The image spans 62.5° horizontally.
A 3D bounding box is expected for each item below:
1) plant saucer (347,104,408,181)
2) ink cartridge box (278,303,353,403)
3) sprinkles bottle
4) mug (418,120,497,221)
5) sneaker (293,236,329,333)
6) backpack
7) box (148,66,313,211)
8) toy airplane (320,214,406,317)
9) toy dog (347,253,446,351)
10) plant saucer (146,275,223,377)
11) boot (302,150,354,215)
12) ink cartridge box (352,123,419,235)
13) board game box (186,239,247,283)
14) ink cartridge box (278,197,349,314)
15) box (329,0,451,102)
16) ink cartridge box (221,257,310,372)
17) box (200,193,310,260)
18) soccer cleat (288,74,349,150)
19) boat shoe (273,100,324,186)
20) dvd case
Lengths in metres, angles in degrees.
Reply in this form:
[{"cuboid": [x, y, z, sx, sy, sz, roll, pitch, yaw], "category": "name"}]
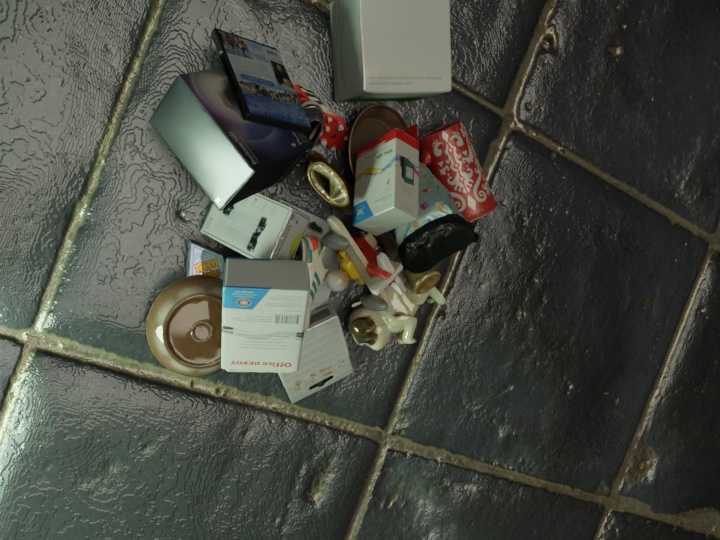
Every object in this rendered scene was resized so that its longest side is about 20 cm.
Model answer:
[{"cuboid": [0.038, -0.241, 1.242, 0.198, 0.036, 0.204, -4, 95, -44], "category": "plant saucer"}, {"cuboid": [-0.107, 0.181, 1.273, 0.158, 0.047, 0.202, -25, 135, -12], "category": "ink cartridge box"}, {"cuboid": [0.089, -0.046, 1.250, 0.068, 0.201, 0.069, -26, 151, -15], "category": "sprinkles bottle"}, {"cuboid": [0.196, -0.205, 1.288, 0.177, 0.132, 0.203, -39, 111, -48], "category": "mug"}, {"cuboid": [-0.099, 0.030, 1.176, 0.092, 0.070, 0.204, -6, 100, -43], "category": "sneaker"}, {"cuboid": [0.121, -0.116, 1.167, 0.165, 0.202, 0.127, -26, 143, 9], "category": "backpack"}, {"cuboid": [-0.220, -0.242, 1.047, 0.201, 0.123, 0.198, 51, 37, -2], "category": "box"}, {"cuboid": [0.000, 0.000, 1.161, 0.140, 0.199, 0.202, -32, 77, -2], "category": "toy airplane"}, {"cuboid": [0.060, 0.083, 1.291, 0.200, 0.139, 0.194, -45, 104, -8], "category": "toy dog"}, {"cuboid": [-0.305, 0.112, 1.136, 0.197, 0.037, 0.204, -4, 101, -21], "category": "plant saucer"}, {"cuboid": [-0.048, -0.155, 1.167, 0.175, 0.200, 0.066, 41, 97, -20], "category": "boot"}, {"cuboid": [0.049, -0.182, 1.119, 0.067, 0.115, 0.203, 19, 64, -38], "category": "ink cartridge box"}, {"cuboid": [-0.272, 0.031, 1.187, 0.197, 0.062, 0.203, -12, 104, -20], "category": "board game box"}, {"cuboid": [-0.129, -0.020, 1.214, 0.195, 0.043, 0.203, 23, 82, -42], "category": "ink cartridge box"}, {"cuboid": [0.058, -0.444, 1.175, 0.196, 0.171, 0.204, -6, 99, -21], "category": "box"}, {"cuboid": [-0.173, 0.083, 1.061, 0.144, 0.087, 0.202, 3, 130, -12], "category": "ink cartridge box"}, {"cuboid": [-0.200, -0.085, 1.121, 0.060, 0.198, 0.118, 25, 89, -56], "category": "box"}, {"cuboid": [-0.092, -0.319, 1.198, 0.068, 0.086, 0.199, -36, 136, 24], "category": "soccer cleat"}, {"cuboid": [-0.137, -0.234, 1.154, 0.072, 0.063, 0.200, 22, 120, -35], "category": "boat shoe"}, {"cuboid": [-0.176, -0.336, 1.055, 0.141, 0.018, 0.202, 0, 59, -46], "category": "dvd case"}]
